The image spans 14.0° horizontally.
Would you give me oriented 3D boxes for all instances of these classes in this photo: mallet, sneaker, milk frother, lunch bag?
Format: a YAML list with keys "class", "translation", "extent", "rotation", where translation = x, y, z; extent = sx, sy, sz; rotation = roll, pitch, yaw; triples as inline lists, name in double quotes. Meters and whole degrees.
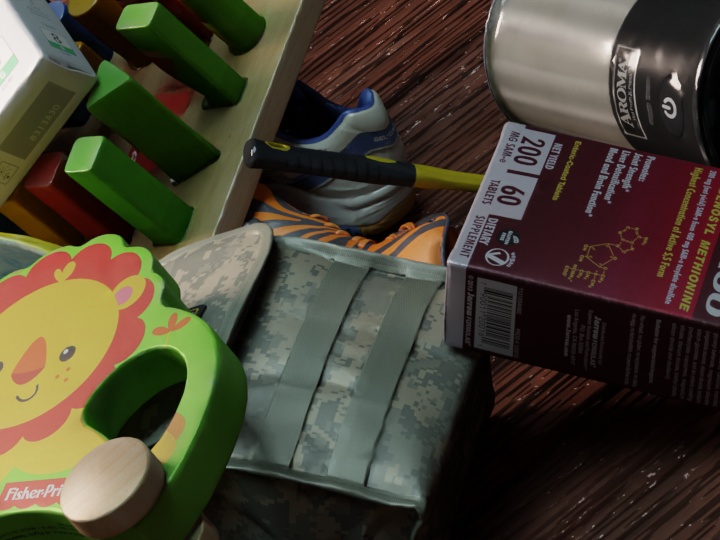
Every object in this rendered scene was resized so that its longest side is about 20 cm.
- class: "mallet"
  translation: [0.038, -0.046, 1.575]
  extent: [0.199, 0.041, 0.066]
  rotation: [4, 24, -25]
- class: "sneaker"
  translation: [-0.059, -0.079, 1.728]
  extent: [0.200, 0.088, 0.075]
  rotation: [5, 35, 28]
- class: "milk frother"
  translation: [0.205, -0.141, 1.601]
  extent: [0.200, 0.181, 0.188]
  rotation: [2, 12, -35]
- class: "sneaker"
  translation: [0.000, 0.000, 1.626]
  extent: [0.112, 0.078, 0.200]
  rotation: [-29, 42, -3]
- class: "lunch bag"
  translation: [-0.044, 0.069, 1.450]
  extent: [0.199, 0.118, 0.164]
  rotation: [12, 45, 11]

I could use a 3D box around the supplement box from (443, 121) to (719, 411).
- class: "supplement box"
  translation: [0.150, 0.003, 1.407]
  extent: [0.199, 0.061, 0.109]
  rotation: [13, 46, 11]

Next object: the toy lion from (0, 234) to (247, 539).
- class: "toy lion"
  translation: [-0.134, 0.062, 1.379]
  extent: [0.200, 0.069, 0.192]
  rotation: [-7, 46, 37]

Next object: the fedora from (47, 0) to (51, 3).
- class: "fedora"
  translation: [-0.242, -0.083, 1.871]
  extent: [0.200, 0.201, 0.092]
  rotation: [-37, 59, -8]

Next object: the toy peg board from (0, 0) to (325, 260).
- class: "toy peg board"
  translation: [-0.150, -0.093, 1.685]
  extent: [0.199, 0.098, 0.200]
  rotation: [-4, 56, 41]

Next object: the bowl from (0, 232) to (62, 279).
- class: "bowl"
  translation: [-0.184, 0.069, 1.602]
  extent: [0.200, 0.201, 0.108]
  rotation: [-21, 4, 18]

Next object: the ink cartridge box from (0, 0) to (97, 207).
- class: "ink cartridge box"
  translation: [-0.247, -0.111, 1.677]
  extent: [0.161, 0.050, 0.200]
  rotation: [-51, 49, 17]
